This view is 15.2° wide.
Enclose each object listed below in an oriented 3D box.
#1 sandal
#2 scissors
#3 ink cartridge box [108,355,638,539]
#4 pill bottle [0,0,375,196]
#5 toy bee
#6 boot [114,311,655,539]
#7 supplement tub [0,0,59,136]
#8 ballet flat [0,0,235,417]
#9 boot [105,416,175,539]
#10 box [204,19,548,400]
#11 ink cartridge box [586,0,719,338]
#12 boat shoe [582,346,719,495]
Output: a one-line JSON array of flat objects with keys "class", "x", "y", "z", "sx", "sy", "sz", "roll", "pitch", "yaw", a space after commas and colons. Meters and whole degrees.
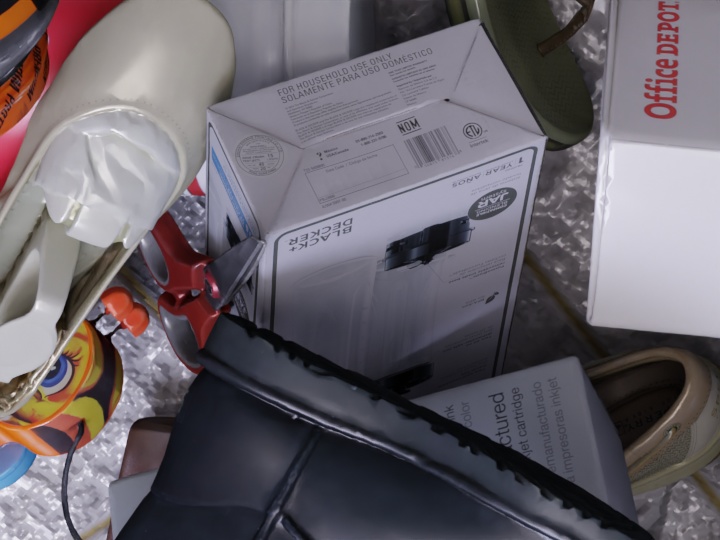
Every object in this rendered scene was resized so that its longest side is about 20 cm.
[{"class": "sandal", "x": 0.064, "y": -0.138, "z": 1.039, "sx": 0.057, "sy": 0.080, "sz": 0.202, "roll": -4, "pitch": 115, "yaw": 21}, {"class": "scissors", "x": -0.052, "y": 0.011, "z": 1.015, "sx": 0.014, "sy": 0.200, "sz": 0.074, "roll": -19, "pitch": 100, "yaw": -17}, {"class": "ink cartridge box", "x": 0.011, "y": 0.136, "z": 1.050, "sx": 0.199, "sy": 0.146, "sz": 0.083, "roll": -16, "pitch": 149, "yaw": 11}, {"class": "pill bottle", "x": -0.097, "y": -0.085, "z": 1.069, "sx": 0.199, "sy": 0.112, "sz": 0.113, "roll": -1, "pitch": 116, "yaw": 7}, {"class": "toy bee", "x": -0.143, "y": 0.045, "z": 1.144, "sx": 0.200, "sy": 0.131, "sz": 0.109, "roll": 37, "pitch": 81, "yaw": 7}, {"class": "boot", "x": -0.004, "y": 0.130, "z": 0.968, "sx": 0.199, "sy": 0.076, "sz": 0.169, "roll": 26, "pitch": 93, "yaw": 4}, {"class": "supplement tub", "x": -0.168, "y": -0.141, "z": 0.921, "sx": 0.122, "sy": 0.123, "sz": 0.201, "roll": 0, "pitch": 135, "yaw": 7}, {"class": "ballet flat", "x": -0.105, "y": -0.018, "z": 1.010, "sx": 0.069, "sy": 0.070, "sz": 0.200, "roll": 31, "pitch": 126, "yaw": -8}, {"class": "boot", "x": -0.122, "y": 0.135, "z": 1.206, "sx": 0.185, "sy": 0.064, "sz": 0.201, "roll": 13, "pitch": 121, "yaw": -15}, {"class": "box", "x": 0.000, "y": 0.000, "z": 1.053, "sx": 0.116, "sy": 0.060, "sz": 0.200, "roll": -20, "pitch": 151, "yaw": -14}, {"class": "ink cartridge box", "x": 0.189, "y": -0.037, "z": 1.040, "sx": 0.199, "sy": 0.146, "sz": 0.085, "roll": 6, "pitch": 118, "yaw": 5}, {"class": "boat shoe", "x": 0.061, "y": 0.086, "z": 1.145, "sx": 0.199, "sy": 0.065, "sz": 0.072, "roll": -26, "pitch": 67, "yaw": 14}]
